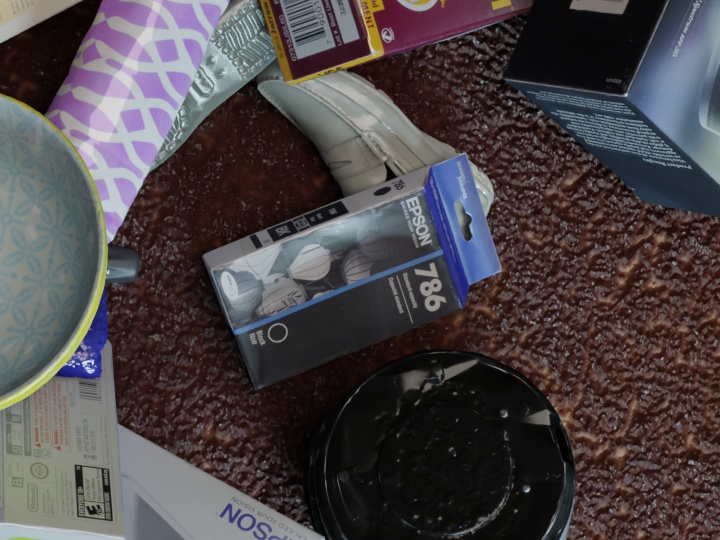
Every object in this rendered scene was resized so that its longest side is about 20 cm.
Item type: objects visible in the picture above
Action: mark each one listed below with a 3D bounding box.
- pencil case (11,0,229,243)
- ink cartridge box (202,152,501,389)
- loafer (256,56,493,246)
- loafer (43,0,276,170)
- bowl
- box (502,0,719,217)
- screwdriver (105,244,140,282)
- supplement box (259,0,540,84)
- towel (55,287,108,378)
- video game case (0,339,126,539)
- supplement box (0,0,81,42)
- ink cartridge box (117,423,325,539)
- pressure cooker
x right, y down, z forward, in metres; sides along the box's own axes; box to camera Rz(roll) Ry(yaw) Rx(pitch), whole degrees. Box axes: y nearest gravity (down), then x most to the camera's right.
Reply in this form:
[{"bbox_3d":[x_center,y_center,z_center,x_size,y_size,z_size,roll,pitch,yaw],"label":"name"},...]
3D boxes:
[{"bbox_3d":[-0.158,-0.116,1.422,0.084,0.085,0.200,40,70,-48],"label":"pencil case"},{"bbox_3d":[0.000,0.000,1.535,0.199,0.039,0.100,-23,112,-7],"label":"ink cartridge box"},{"bbox_3d":[0.006,-0.081,1.560,0.200,0.070,0.070,34,68,-18],"label":"loafer"},{"bbox_3d":[-0.139,-0.129,1.513,0.200,0.070,0.075,-35,129,-8],"label":"loafer"},{"bbox_3d":[-0.243,0.000,1.333,0.199,0.108,0.201,-1,76,2],"label":"bowl"},{"bbox_3d":[0.235,-0.170,1.591,0.198,0.123,0.200,35,75,-44],"label":"box"},{"bbox_3d":[-0.237,-0.011,1.406,0.199,0.029,0.028,6,56,-21],"label":"screwdriver"},{"bbox_3d":[0.024,-0.205,1.520,0.200,0.085,0.111,-22,97,-48],"label":"supplement box"},{"bbox_3d":[-0.265,0.000,1.438,0.199,0.050,0.148,7,57,-18],"label":"towel"},{"bbox_3d":[-0.244,0.107,1.387,0.181,0.200,0.046,10,123,-16],"label":"video game case"},{"bbox_3d":[-0.268,-0.198,1.391,0.200,0.073,0.126,-34,117,-40],"label":"supplement box"},{"bbox_3d":[-0.155,0.205,1.423,0.199,0.041,0.200,27,55,11],"label":"ink cartridge box"},{"bbox_3d":[0.058,0.161,1.512,0.175,0.200,0.179,-26,72,-5],"label":"pressure cooker"}]
